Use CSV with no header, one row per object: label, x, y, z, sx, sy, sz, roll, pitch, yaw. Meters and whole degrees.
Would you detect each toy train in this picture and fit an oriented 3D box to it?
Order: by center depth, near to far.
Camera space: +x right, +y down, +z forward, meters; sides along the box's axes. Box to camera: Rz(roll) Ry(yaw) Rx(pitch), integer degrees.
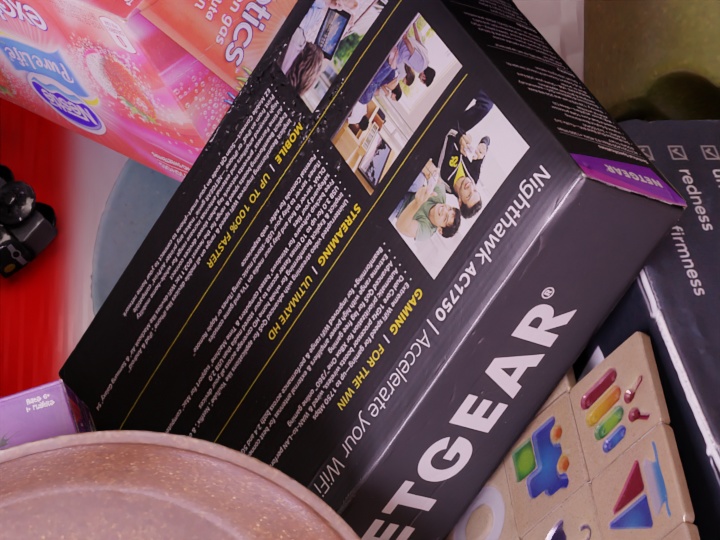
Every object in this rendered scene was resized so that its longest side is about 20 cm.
toy train,-0.197,-0.061,1.095,0.046,0.034,0.200,-47,63,-4

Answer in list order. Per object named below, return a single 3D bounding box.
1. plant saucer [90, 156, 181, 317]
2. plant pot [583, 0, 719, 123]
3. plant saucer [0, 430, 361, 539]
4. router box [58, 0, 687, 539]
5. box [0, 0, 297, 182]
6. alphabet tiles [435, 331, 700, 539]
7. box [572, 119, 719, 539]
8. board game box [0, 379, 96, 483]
plant saucer,0.000,0.000,1.017,0.200,0.039,0.202,-5,59,8
plant pot,0.157,-0.123,0.992,0.199,0.201,0.185,4,71,13
plant saucer,-0.080,0.138,0.789,0.200,0.201,0.037,-29,21,-8
router box,-0.005,0.009,0.856,0.200,0.051,0.149,-55,44,21
box,-0.091,-0.112,1.028,0.095,0.103,0.200,-46,41,-17
alphabet tiles,0.033,0.114,0.819,0.006,0.200,0.167,19,43,-32
box,0.165,0.062,0.860,0.195,0.124,0.201,-3,54,-22
board game box,-0.178,0.078,0.827,0.199,0.120,0.033,-17,88,-4
